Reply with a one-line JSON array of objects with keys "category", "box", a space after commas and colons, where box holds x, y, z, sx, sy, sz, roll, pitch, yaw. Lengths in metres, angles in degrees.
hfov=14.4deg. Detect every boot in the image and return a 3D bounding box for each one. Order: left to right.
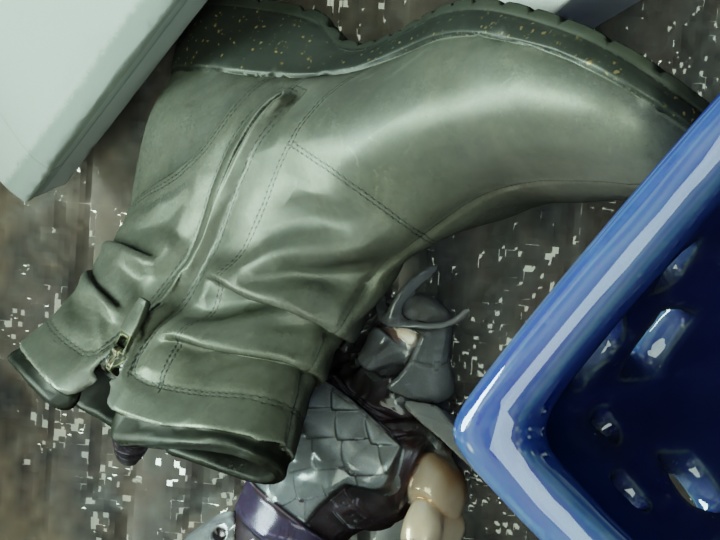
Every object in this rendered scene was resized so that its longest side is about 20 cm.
[{"category": "boot", "box": [0.000, 0.000, 0.748, 0.199, 0.068, 0.131, 7, 67, 45]}]

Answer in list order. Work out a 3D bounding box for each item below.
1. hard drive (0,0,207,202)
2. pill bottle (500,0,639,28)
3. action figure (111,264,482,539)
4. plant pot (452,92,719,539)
[{"category": "hard drive", "box": [-0.083, -0.126, 0.779, 0.132, 0.026, 0.200, 54, 137, 10]}, {"category": "pill bottle", "box": [0.025, -0.164, 0.757, 0.112, 0.112, 0.201, -34, 83, 14]}, {"category": "action figure", "box": [-0.029, 0.085, 0.797, 0.130, 0.069, 0.201, 39, 101, 42]}, {"category": "plant pot", "box": [0.170, 0.027, 0.690, 0.200, 0.180, 0.200, 43, 102, 10]}]
